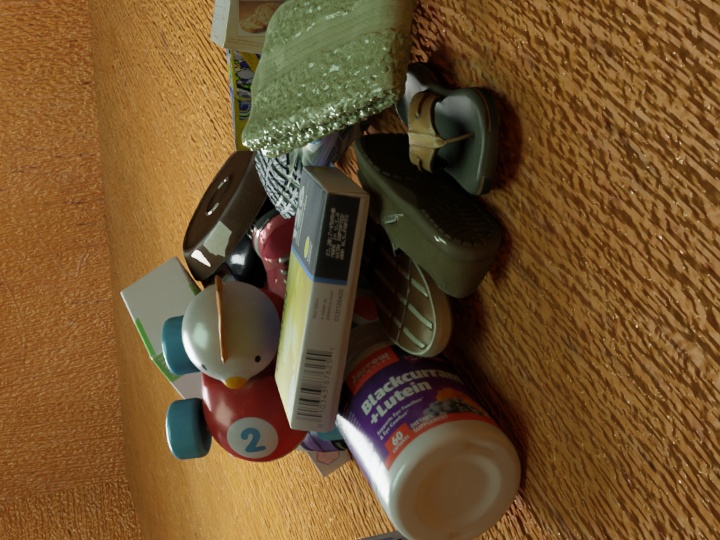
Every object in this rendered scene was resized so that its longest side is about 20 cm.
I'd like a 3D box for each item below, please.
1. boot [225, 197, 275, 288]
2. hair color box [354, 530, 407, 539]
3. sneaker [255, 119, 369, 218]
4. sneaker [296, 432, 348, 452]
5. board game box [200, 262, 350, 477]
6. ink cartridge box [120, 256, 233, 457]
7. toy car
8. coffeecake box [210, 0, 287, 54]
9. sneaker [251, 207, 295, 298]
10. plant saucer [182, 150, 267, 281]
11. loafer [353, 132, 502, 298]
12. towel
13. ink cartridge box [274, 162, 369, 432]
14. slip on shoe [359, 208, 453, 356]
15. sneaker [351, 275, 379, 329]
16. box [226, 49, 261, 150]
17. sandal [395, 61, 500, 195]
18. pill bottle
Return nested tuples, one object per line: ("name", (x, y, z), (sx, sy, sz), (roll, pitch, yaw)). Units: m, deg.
("boot", (-0.132, -0.051, 1.646), (0.204, 0.073, 0.154), (-96, 23, -52))
("hair color box", (0.044, 0.276, 1.153), (0.200, 0.111, 0.064), (177, 84, -72))
("sneaker", (-0.035, -0.122, 1.246), (0.078, 0.086, 0.200), (57, 146, 19))
("sneaker", (-0.026, 0.092, 1.397), (0.087, 0.076, 0.201), (-7, 83, 43))
("board game box", (-0.100, 0.112, 1.518), (0.200, 0.041, 0.200), (60, 175, -31))
("ink cartridge box", (-0.185, 0.104, 1.564), (0.200, 0.084, 0.146), (59, 176, -39))
("toy car", (-0.117, 0.084, 1.270), (0.200, 0.184, 0.177), (61, -158, -68))
("coffeecake box", (-0.091, -0.311, 1.255), (0.154, 0.073, 0.201), (-130, 47, -74))
("sneaker", (-0.070, 0.010, 1.486), (0.087, 0.074, 0.200), (54, 157, 38))
("plant saucer", (-0.156, -0.082, 1.554), (0.200, 0.034, 0.200), (-51, 19, 24))
("loafer", (0.044, -0.047, 1.046), (0.200, 0.076, 0.068), (-122, 34, -52))
("towel", (-0.027, -0.180, 1.097), (0.200, 0.036, 0.149), (-13, 63, 48))
("ink cartridge box", (-0.040, 0.014, 1.133), (0.200, 0.047, 0.198), (-135, 51, -73))
("slip on shoe", (0.040, 0.004, 1.114), (0.200, 0.060, 0.076), (51, 127, 53))
("sneaker", (0.000, 0.000, 1.262), (0.200, 0.070, 0.094), (-121, 50, -63))
("box", (-0.105, -0.204, 1.403), (0.200, 0.070, 0.064), (-102, 13, -53))
("sandal", (0.056, -0.112, 1.010), (0.200, 0.054, 0.082), (-127, 32, -57))
("pill bottle", (0.042, 0.124, 1.079), (0.200, 0.111, 0.112), (-127, 33, -57))
